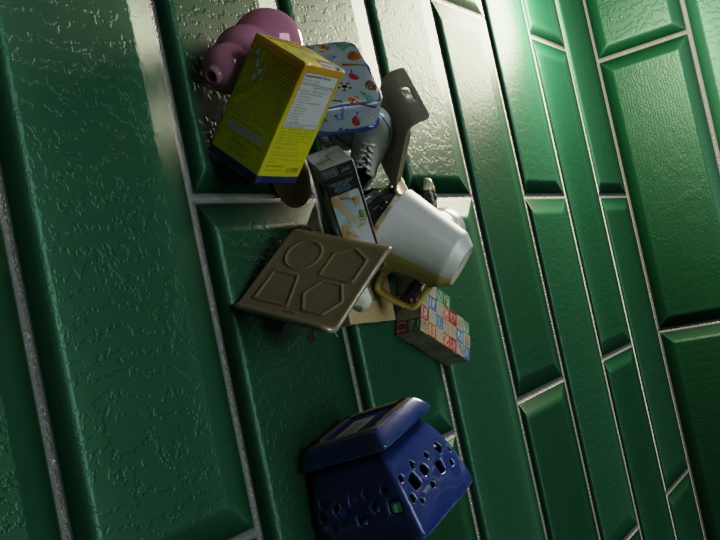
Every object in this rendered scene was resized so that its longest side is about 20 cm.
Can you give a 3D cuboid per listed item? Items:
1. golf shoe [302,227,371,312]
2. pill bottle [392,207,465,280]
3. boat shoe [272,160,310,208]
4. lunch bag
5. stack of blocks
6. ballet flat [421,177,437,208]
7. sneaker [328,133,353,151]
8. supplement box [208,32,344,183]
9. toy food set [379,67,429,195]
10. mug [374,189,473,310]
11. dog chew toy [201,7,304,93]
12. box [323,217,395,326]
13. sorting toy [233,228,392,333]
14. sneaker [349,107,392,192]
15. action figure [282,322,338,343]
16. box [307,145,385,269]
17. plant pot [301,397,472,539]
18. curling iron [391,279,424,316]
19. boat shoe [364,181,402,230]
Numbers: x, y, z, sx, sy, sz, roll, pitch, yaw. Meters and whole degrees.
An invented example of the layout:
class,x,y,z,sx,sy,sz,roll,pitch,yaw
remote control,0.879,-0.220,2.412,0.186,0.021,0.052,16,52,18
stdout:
class,x,y,z,sx,sy,sz,roll,pitch,yaw
golf shoe,-0.051,0.003,1.530,0.092,0.075,0.200,44,4,-45
pill bottle,0.132,-0.060,1.867,0.200,0.113,0.113,-32,106,-57
boat shoe,-0.122,-0.206,1.564,0.069,0.071,0.201,-37,112,-70
lunch bag,-0.060,-0.315,1.600,0.076,0.160,0.200,95,-23,-47
stack of blocks,0.150,0.105,1.883,0.200,0.058,0.115,35,50,-47
ballet flat,0.171,-0.104,1.992,0.066,0.057,0.201,-40,115,-72
sneaker,-0.027,-0.275,1.724,0.200,0.086,0.078,4,76,-57
supplement box,-0.130,-0.246,1.434,0.109,0.109,0.200,-7,128,-58
toy food set,0.078,-0.254,1.730,0.200,0.060,0.144,100,-26,-49
mug,0.115,-0.034,1.696,0.149,0.153,0.187,-51,165,-39
dog chew toy,-0.179,-0.344,1.491,0.200,0.124,0.125,-43,115,-45
box,0.000,0.000,1.723,0.163,0.021,0.201,-2,80,-58
sorting toy,-0.071,0.016,1.430,0.200,0.185,0.037,-53,142,-36
sneaker,0.014,-0.212,1.699,0.200,0.073,0.071,100,4,-53
action figure,-0.076,0.048,1.535,0.118,0.055,0.200,26,28,-1
box,-0.026,-0.099,1.570,0.117,0.060,0.200,-129,-160,-67
plant pot,0.033,0.324,1.496,0.200,0.200,0.180,-28,95,-57
curling iron,0.125,0.019,1.762,0.050,0.200,0.026,48,14,5
boat shoe,0.039,-0.141,1.789,0.068,0.072,0.200,30,24,2
